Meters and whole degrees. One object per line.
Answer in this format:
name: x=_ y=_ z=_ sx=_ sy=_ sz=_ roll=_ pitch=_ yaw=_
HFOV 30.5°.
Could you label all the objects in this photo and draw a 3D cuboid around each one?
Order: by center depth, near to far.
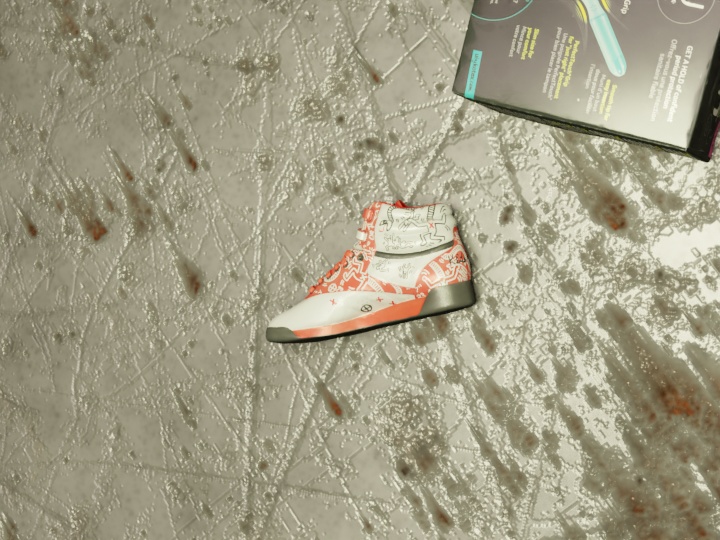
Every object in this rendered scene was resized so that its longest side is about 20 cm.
tampon box: x=0.200 y=-0.186 z=1.079 sx=0.199 sy=0.126 sz=0.151 roll=17 pitch=97 yaw=22
sneaker: x=0.001 y=0.000 z=1.199 sx=0.200 sy=0.067 sz=0.109 roll=-13 pitch=83 yaw=19
